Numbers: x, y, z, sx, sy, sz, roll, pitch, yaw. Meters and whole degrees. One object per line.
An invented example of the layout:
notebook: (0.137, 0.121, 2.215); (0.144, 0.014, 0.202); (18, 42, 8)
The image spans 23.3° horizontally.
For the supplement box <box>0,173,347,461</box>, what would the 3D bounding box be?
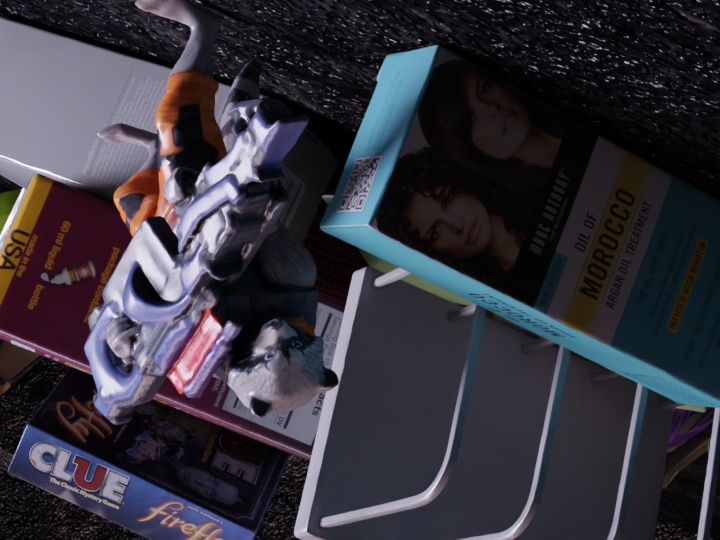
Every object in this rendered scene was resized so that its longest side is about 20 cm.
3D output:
supplement box: (-0.097, 0.028, 0.939); (0.200, 0.086, 0.110); (22, 174, -8)

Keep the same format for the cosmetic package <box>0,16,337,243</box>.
cosmetic package: (-0.128, -0.070, 0.991); (0.200, 0.090, 0.107); (22, 174, 24)

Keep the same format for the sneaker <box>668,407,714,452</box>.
sneaker: (0.193, 0.071, 1.102); (0.083, 0.081, 0.200); (-5, 166, 29)

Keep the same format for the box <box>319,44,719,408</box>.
box: (0.089, -0.015, 0.745); (0.200, 0.082, 0.049); (25, 170, -23)

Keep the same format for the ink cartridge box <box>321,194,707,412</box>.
ink cartridge box: (0.085, 0.019, 0.939); (0.199, 0.048, 0.146); (7, 160, 18)

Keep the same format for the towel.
towel: (0.000, 0.000, 1.107); (0.144, 0.023, 0.200); (23, -165, -10)

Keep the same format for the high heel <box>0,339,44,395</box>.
high heel: (-0.175, 0.017, 1.015); (0.142, 0.072, 0.200); (-15, -157, 17)

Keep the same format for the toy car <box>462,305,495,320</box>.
toy car: (0.082, 0.092, 1.266); (0.175, 0.150, 0.200); (21, 173, 11)

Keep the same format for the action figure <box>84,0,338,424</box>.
action figure: (-0.053, -0.028, 0.769); (0.104, 0.194, 0.200); (-1, 150, -36)

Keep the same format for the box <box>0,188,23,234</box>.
box: (-0.195, 0.009, 1.247); (0.200, 0.048, 0.122); (27, -165, 11)

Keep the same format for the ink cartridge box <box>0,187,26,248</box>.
ink cartridge box: (-0.130, -0.023, 1.191); (0.200, 0.083, 0.147); (23, -168, -6)

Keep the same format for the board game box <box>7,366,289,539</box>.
board game box: (-0.105, 0.087, 1.011); (0.135, 0.035, 0.200); (25, -157, -1)

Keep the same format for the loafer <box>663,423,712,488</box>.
loafer: (0.180, 0.135, 1.199); (0.200, 0.070, 0.075); (-18, -128, -38)

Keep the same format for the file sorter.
file sorter: (0.096, 0.085, 0.838); (0.200, 0.139, 0.124); (23, 156, -24)
